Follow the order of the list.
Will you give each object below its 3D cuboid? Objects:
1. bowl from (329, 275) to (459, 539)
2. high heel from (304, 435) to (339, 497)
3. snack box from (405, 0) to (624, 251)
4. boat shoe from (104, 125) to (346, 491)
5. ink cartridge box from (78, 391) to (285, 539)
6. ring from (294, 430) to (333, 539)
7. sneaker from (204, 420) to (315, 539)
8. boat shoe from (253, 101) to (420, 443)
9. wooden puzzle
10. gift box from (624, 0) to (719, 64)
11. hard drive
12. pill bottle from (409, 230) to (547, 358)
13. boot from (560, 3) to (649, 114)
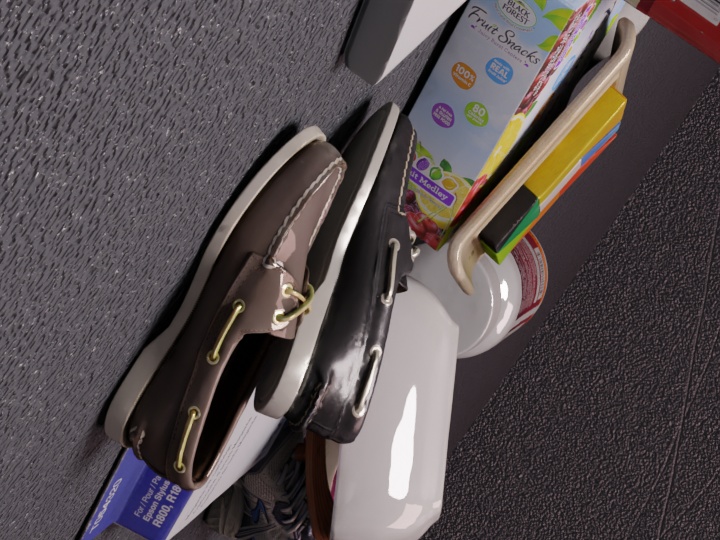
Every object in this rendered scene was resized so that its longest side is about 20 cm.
[{"bbox_3d":[0.026,0.104,1.225,0.200,0.074,0.202,86,10,-80],"label":"bowl"},{"bbox_3d":[-0.016,0.154,1.532,0.096,0.067,0.201,-32,154,-40],"label":"high heel"},{"bbox_3d":[0.101,-0.134,1.148,0.169,0.067,0.201,-42,166,-53],"label":"snack box"},{"bbox_3d":[-0.059,0.021,0.916,0.201,0.059,0.072,-57,163,9],"label":"boat shoe"},{"bbox_3d":[-0.076,0.074,1.083,0.197,0.043,0.200,-60,170,29],"label":"ink cartridge box"},{"bbox_3d":[-0.015,0.111,1.315,0.200,0.019,0.203,3,90,-76],"label":"ring"},{"bbox_3d":[-0.057,0.160,1.325,0.077,0.085,0.201,-49,168,-29],"label":"sneaker"},{"bbox_3d":[0.000,0.000,0.980,0.074,0.060,0.202,-39,-151,58],"label":"boat shoe"},{"bbox_3d":[0.129,-0.068,1.202,0.201,0.037,0.185,-53,173,0],"label":"wooden puzzle"},{"bbox_3d":[0.234,-0.245,1.055,0.187,0.199,0.185,-47,173,-44],"label":"gift box"},{"bbox_3d":[0.069,-0.195,0.915,0.200,0.027,0.132,-47,168,-41],"label":"hard drive"},{"bbox_3d":[0.084,0.012,1.428,0.110,0.109,0.200,-57,170,14],"label":"pill bottle"},{"bbox_3d":[0.155,-0.177,1.310,0.201,0.073,0.075,-52,-171,7],"label":"boot"}]
